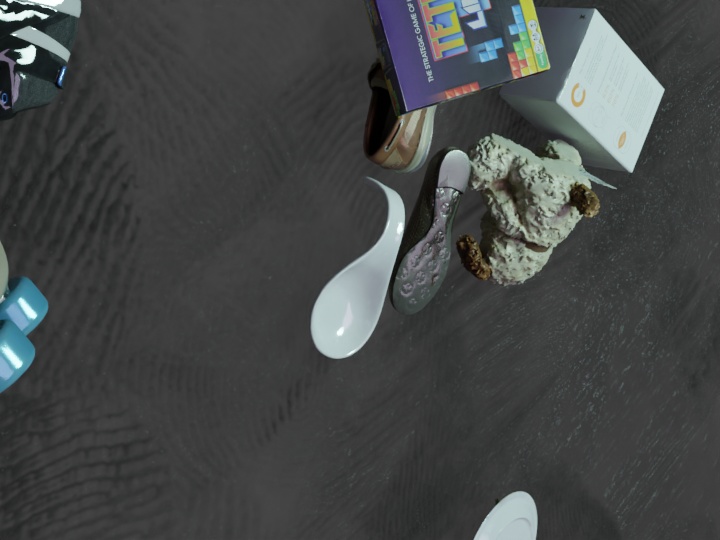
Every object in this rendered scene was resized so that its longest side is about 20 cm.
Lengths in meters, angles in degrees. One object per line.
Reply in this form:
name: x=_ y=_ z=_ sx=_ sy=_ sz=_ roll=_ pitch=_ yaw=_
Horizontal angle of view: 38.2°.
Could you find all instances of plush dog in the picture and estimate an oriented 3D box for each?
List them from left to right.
plush dog: x=0.206 y=-0.057 z=1.279 sx=0.198 sy=0.161 sz=0.173 roll=-3 pitch=129 yaw=-41

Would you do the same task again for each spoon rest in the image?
spoon rest: x=0.000 y=0.000 z=1.141 sx=0.099 sy=0.060 sz=0.203 roll=23 pitch=85 yaw=-44

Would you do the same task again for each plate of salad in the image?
plate of salad: x=0.183 y=0.397 z=1.427 sx=0.199 sy=0.048 sz=0.203 roll=-26 pitch=124 yaw=-45

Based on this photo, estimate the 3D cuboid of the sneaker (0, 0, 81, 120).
sneaker: x=-0.308 y=-0.173 z=0.796 sx=0.198 sy=0.072 sz=0.114 roll=2 pitch=98 yaw=-45

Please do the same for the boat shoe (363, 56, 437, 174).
boat shoe: x=0.047 y=-0.207 z=1.122 sx=0.071 sy=0.075 sz=0.204 roll=3 pitch=98 yaw=-41

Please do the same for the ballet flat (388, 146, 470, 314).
ballet flat: x=0.077 y=-0.048 z=1.216 sx=0.067 sy=0.046 sz=0.203 roll=15 pitch=94 yaw=-29

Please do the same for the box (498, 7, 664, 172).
box: x=0.284 y=-0.227 z=1.321 sx=0.199 sy=0.097 sz=0.126 roll=31 pitch=80 yaw=-44

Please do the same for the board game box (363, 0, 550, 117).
board game box: x=0.089 y=-0.280 z=1.070 sx=0.163 sy=0.057 sz=0.203 roll=-18 pitch=95 yaw=-10

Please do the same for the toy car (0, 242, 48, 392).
toy car: x=-0.371 y=0.030 z=0.768 sx=0.199 sy=0.177 sz=0.185 roll=-33 pitch=112 yaw=2
